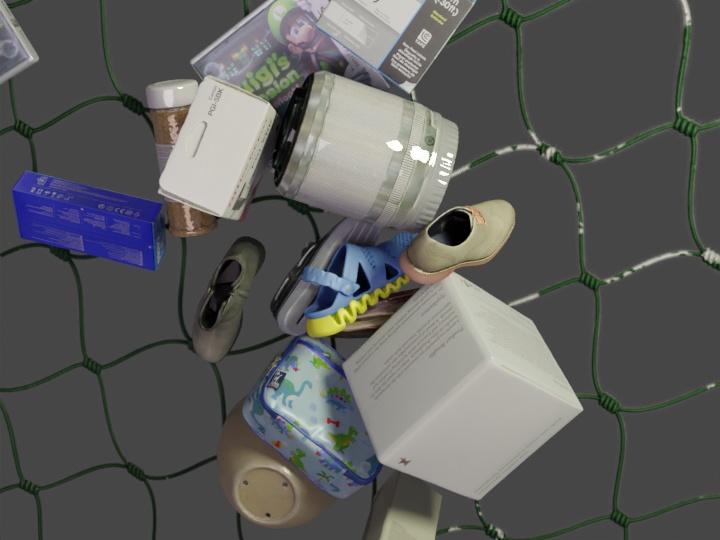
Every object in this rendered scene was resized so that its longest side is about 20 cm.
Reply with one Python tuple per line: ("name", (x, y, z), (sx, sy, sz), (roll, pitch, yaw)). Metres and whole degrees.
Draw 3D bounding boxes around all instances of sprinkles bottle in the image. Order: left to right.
("sprinkles bottle", (-0.234, -0.147, 1.435), (0.068, 0.068, 0.201), (-3, 108, 11))

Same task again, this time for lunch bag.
("lunch bag", (-0.047, 0.189, 1.465), (0.200, 0.161, 0.082), (41, 134, -6))

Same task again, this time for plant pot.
("plant pot", (-0.116, 0.279, 1.520), (0.200, 0.134, 0.201), (3, 108, 9))

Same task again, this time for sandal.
("sandal", (0.000, 0.000, 1.392), (0.079, 0.200, 0.087), (2, 124, 57))

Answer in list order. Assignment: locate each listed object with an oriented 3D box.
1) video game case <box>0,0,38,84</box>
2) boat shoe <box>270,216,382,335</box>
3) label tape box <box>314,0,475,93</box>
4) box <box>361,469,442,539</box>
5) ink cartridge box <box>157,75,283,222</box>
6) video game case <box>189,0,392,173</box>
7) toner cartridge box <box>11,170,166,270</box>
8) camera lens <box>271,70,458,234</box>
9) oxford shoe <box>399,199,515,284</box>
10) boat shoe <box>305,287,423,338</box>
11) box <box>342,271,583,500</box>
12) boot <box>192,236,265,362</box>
("video game case", (-0.556, -0.312, 1.453), (0.200, 0.023, 0.182), (-27, 102, 17))
("boat shoe", (-0.054, -0.010, 1.445), (0.200, 0.071, 0.072), (-50, 136, 0))
("label tape box", (0.059, -0.337, 1.313), (0.143, 0.066, 0.200), (35, 105, -5))
("box", (0.053, 0.356, 1.480), (0.082, 0.200, 0.068), (37, 111, -2))
("ink cartridge box", (-0.162, -0.140, 1.312), (0.083, 0.200, 0.147), (24, 92, 0))
("video game case", (-0.090, -0.252, 1.398), (0.200, 0.023, 0.182), (-33, 99, 18))
("toner cartridge box", (-0.366, -0.067, 1.479), (0.199, 0.043, 0.095), (14, 138, 5))
("camera lens", (0.001, -0.144, 1.332), (0.200, 0.160, 0.160), (17, 111, -10))
("oxford shoe", (0.134, -0.048, 1.338), (0.071, 0.200, 0.074), (45, 137, 15))
("boat shoe", (0.007, 0.050, 1.467), (0.199, 0.072, 0.072), (-4, 77, 20))
("box", (0.126, 0.147, 1.376), (0.200, 0.172, 0.199), (29, 115, -38))
("boot", (-0.194, 0.052, 1.460), (0.068, 0.131, 0.200), (24, 110, 2))
